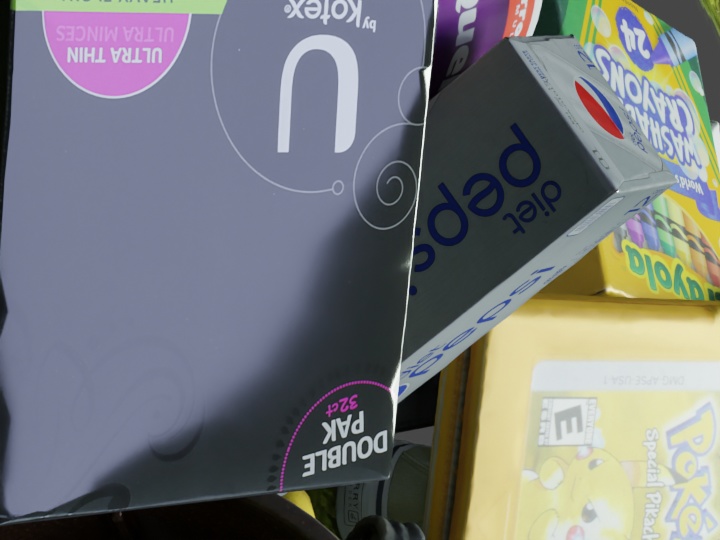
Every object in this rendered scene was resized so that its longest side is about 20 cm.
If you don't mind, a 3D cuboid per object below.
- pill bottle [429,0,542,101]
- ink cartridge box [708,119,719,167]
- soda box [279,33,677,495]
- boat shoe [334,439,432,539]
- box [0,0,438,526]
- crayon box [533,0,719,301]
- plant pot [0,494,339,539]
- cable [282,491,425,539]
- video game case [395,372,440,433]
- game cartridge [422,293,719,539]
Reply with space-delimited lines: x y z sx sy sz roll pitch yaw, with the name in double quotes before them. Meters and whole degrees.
"pill bottle" -0.006 -0.100 1.011 0.200 0.112 0.112 -28 124 -59
"ink cartridge box" 0.132 0.000 1.399 0.116 0.068 0.200 78 32 -41
"soda box" 0.009 0.003 0.997 0.068 0.200 0.063 56 24 11
"boat shoe" 0.053 0.113 1.277 0.200 0.062 0.072 15 86 -66
"box" -0.073 -0.042 0.821 0.149 0.124 0.200 -2 103 -38
"crayon box" 0.110 -0.027 1.232 0.126 0.052 0.200 24 51 -49
"plant pot" -0.062 0.193 0.924 0.198 0.200 0.200 70 38 -59
"cable" -0.026 0.124 1.021 0.200 0.050 0.097 156 -45 -80
"video game case" 0.000 0.000 1.176 0.200 0.019 0.143 -3 102 -64
"game cartridge" 0.113 0.099 1.154 0.200 0.032 0.176 2 97 -33
